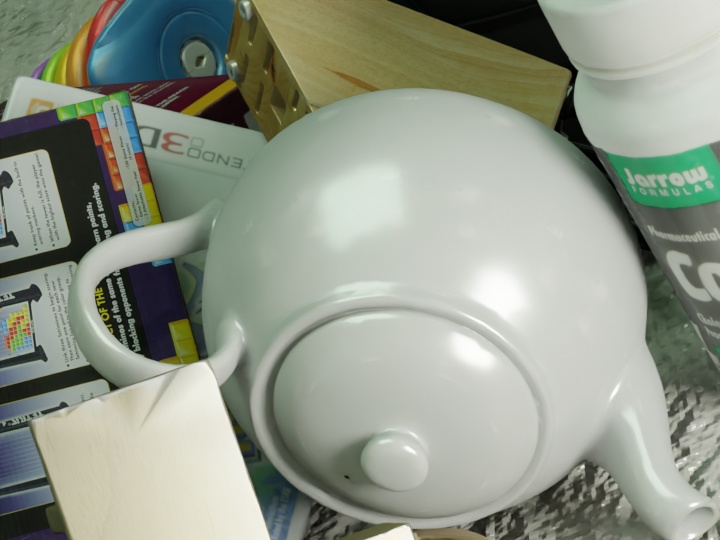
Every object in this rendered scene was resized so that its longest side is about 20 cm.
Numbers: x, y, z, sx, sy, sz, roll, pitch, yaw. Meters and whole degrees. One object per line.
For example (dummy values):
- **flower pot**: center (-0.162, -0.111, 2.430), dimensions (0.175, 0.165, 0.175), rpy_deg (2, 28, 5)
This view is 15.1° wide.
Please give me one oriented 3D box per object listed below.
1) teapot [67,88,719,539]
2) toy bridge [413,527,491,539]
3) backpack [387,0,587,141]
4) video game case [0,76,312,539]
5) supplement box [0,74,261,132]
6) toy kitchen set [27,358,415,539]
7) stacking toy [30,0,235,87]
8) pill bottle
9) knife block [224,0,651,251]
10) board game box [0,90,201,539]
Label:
- **teapot**: center (0.017, 0.032, 1.089), dimensions (0.200, 0.197, 0.146), rpy_deg (-21, 29, 25)
- **toy bridge**: center (0.011, 0.136, 1.104), dimensions (0.200, 0.027, 0.067), rpy_deg (-11, 32, 35)
- **backpack**: center (0.094, -0.137, 1.303), dimensions (0.200, 0.176, 0.153), rpy_deg (9, 52, 46)
- **video game case**: center (-0.094, 0.022, 1.212), dimensions (0.182, 0.022, 0.200), rpy_deg (13, 68, 3)
- **supplement box**: center (-0.126, -0.033, 1.414), dimensions (0.200, 0.110, 0.086), rpy_deg (0, 29, 46)
- **toy kitchen set**: center (-0.093, 0.130, 1.068), dimensions (0.200, 0.163, 0.180), rpy_deg (-19, 1, -16)
- **stacking toy**: center (-0.153, -0.098, 1.592), dimensions (0.200, 0.110, 0.116), rpy_deg (-17, 32, 48)
- **pill bottle**: center (0.154, -0.053, 1.076), dimensions (0.113, 0.200, 0.113), rpy_deg (-25, 29, 15)
- **knife block**: center (0.055, -0.067, 1.218), dimensions (0.175, 0.064, 0.200), rpy_deg (-19, 64, -22)
- **board game box**: center (-0.153, 0.038, 1.162), dimensions (0.165, 0.057, 0.200), rpy_deg (-14, 69, -6)
